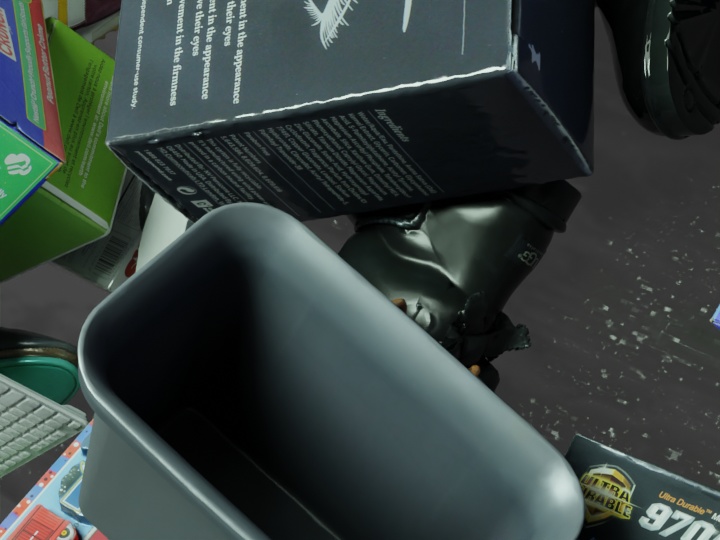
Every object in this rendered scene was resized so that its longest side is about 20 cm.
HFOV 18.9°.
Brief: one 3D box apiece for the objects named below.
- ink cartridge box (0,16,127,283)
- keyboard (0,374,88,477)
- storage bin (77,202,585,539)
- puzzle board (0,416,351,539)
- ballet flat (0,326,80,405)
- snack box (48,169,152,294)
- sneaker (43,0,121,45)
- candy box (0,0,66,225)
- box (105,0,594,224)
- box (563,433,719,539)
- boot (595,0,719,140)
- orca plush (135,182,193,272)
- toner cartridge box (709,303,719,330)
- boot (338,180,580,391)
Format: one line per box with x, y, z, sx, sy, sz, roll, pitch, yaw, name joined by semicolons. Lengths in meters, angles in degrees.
-0.205;-0.016;1.168;0.147;0.076;0.201;-21;48;42;ink cartridge box
-0.205;0.091;1.101;0.200;0.056;0.011;-30;42;51;keyboard
-0.023;0.090;0.903;0.200;0.135;0.145;41;54;9;storage bin
-0.105;0.146;0.969;0.150;0.017;0.200;25;59;26;puzzle board
-0.231;0.067;1.179;0.199;0.073;0.074;-30;51;25;ballet flat
-0.105;-0.082;1.196;0.072;0.024;0.201;22;80;44;snack box
-0.188;-0.175;1.265;0.200;0.090;0.075;-40;48;12;sneaker
-0.247;-0.058;1.117;0.200;0.077;0.170;-43;34;21;candy box
-0.001;-0.113;0.971;0.198;0.104;0.149;-7;64;24;box
0.134;0.172;0.864;0.199;0.046;0.160;19;78;41;box
0.101;-0.138;1.044;0.161;0.073;0.200;-8;54;30;boot
-0.065;-0.049;1.127;0.105;0.071;0.202;-17;63;60;orca plush
0.225;-0.040;0.883;0.043;0.095;0.201;24;80;42;toner cartridge box
0.000;0.000;1.037;0.198;0.073;0.163;29;87;41;boot
